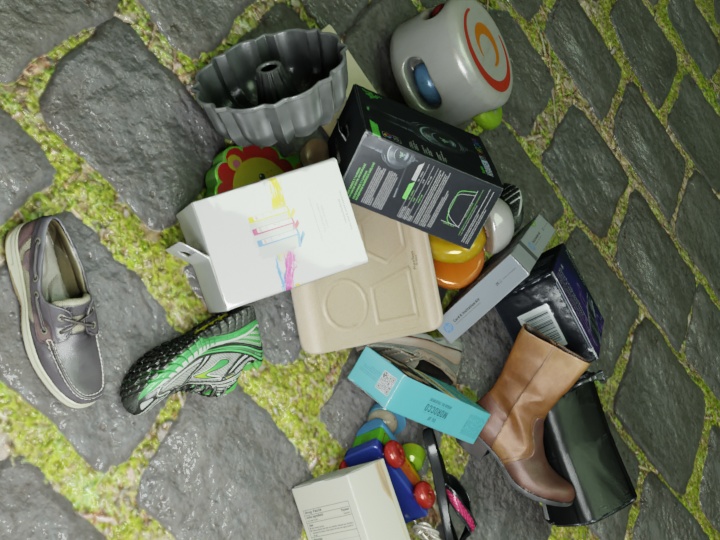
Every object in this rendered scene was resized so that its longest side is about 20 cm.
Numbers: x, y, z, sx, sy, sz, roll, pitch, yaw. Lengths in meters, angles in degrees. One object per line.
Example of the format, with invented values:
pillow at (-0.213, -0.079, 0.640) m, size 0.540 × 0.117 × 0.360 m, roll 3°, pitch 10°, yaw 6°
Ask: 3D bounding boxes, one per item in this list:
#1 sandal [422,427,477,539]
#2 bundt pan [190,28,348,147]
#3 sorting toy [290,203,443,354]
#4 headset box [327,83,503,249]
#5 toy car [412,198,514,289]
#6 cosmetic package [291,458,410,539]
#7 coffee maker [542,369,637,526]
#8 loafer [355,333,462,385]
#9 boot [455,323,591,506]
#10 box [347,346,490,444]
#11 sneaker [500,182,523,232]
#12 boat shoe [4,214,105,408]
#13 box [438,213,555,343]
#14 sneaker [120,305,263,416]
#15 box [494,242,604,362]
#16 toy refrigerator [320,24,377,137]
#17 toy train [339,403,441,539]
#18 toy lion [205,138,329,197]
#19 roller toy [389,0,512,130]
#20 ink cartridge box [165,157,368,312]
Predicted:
sandal at (0.122, 0.298, 1.347) m, size 0.075 × 0.045 × 0.202 m, roll -93°, pitch 171°, yaw -78°
bundt pan at (-0.104, -0.221, 1.295) m, size 0.202 × 0.200 × 0.076 m, roll -57°, pitch 143°, yaw -42°
sorting toy at (0.000, 0.000, 1.323) m, size 0.199 × 0.036 × 0.187 m, roll -9°, pitch 87°, yaw -27°
headset box at (0.056, -0.135, 1.292) m, size 0.199 × 0.093 × 0.175 m, roll 21°, pitch 25°, yaw -14°
toy car at (0.115, -0.060, 1.470) m, size 0.151 × 0.174 × 0.201 m, roll 84°, pitch -8°, yaw -47°
cosmetic package at (0.004, 0.332, 1.217) m, size 0.071 × 0.105 × 0.202 m, roll -13°, pitch 84°, yaw -48°
coffee maker at (0.304, 0.258, 1.489) m, size 0.134 × 0.192 × 0.201 m, roll -21°, pitch 85°, yaw -7°
loafer at (0.070, 0.118, 1.404) m, size 0.199 × 0.072 × 0.063 m, roll 12°, pitch 72°, yaw -45°
boot at (0.254, 0.200, 1.419) m, size 0.188 × 0.201 × 0.068 m, roll 36°, pitch 18°, yaw 17°
box at (0.079, 0.164, 1.351) m, size 0.199 × 0.082 × 0.049 m, roll 29°, pitch 94°, yaw -45°
sneaker at (0.211, -0.089, 1.573) m, size 0.080 × 0.073 × 0.200 m, roll 61°, pitch 4°, yaw -21°
boat shoe at (-0.304, 0.040, 1.060) m, size 0.072 × 0.065 × 0.202 m, roll -12°, pitch 83°, yaw -48°
box at (0.193, 0.008, 1.470) m, size 0.041 × 0.156 × 0.200 m, roll 46°, pitch 28°, yaw 2°
sneaker at (-0.177, 0.111, 1.150) m, size 0.199 × 0.078 × 0.086 m, roll -29°, pitch 103°, yaw -43°
box at (0.286, 0.062, 1.569) m, size 0.149 × 0.104 × 0.200 m, roll 61°, pitch 21°, yaw -6°
toy refrigerator at (-0.024, -0.234, 1.460) m, size 0.201 × 0.070 × 0.076 m, roll 54°, pitch 37°, yaw -14°
toy train at (0.061, 0.271, 1.329) m, size 0.201 × 0.084 × 0.116 m, roll 55°, pitch 27°, yaw -19°
toy lion at (-0.101, -0.073, 1.323) m, size 0.191 × 0.068 × 0.201 m, roll -26°, pitch 92°, yaw -41°
roller toy at (0.136, -0.319, 1.603) m, size 0.182 × 0.139 × 0.202 m, roll 27°, pitch 52°, yaw -48°
ink cartridge box at (-0.115, -0.033, 1.192) m, size 0.199 × 0.128 × 0.126 m, roll -19°, pitch 92°, yaw -17°
